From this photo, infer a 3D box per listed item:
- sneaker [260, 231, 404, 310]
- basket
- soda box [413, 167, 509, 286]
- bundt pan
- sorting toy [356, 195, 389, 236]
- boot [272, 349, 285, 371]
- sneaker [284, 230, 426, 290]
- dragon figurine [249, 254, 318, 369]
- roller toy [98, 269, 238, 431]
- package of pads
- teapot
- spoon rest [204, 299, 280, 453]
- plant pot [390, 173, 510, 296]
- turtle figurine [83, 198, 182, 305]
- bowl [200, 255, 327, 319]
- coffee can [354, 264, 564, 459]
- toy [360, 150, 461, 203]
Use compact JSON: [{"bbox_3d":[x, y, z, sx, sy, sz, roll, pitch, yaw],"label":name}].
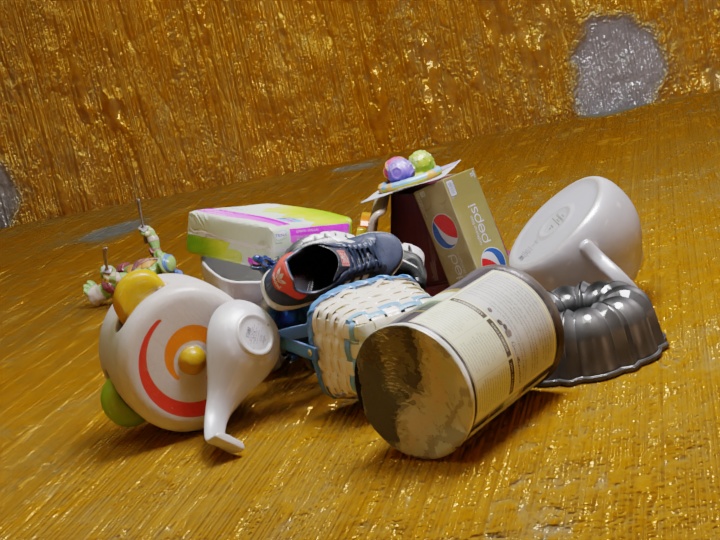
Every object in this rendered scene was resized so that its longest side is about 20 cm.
[{"bbox_3d":[-0.022,-0.007,1.570,0.199,0.076,0.085,-22,-13,-28],"label":"sneaker"},{"bbox_3d":[0.006,0.080,1.551,0.175,0.141,0.200,-14,16,-21],"label":"basket"},{"bbox_3d":[0.148,-0.030,1.745,0.064,0.202,0.067,-21,1,-37],"label":"soda box"},{"bbox_3d":[0.258,0.066,1.517,0.199,0.077,0.202,-11,12,3],"label":"bundt pan"},{"bbox_3d":[0.005,-0.009,1.845,0.036,0.202,0.185,11,14,1],"label":"sorting toy"},{"bbox_3d":[-0.107,0.084,1.807,0.095,0.074,0.200,-22,12,-8],"label":"boot"},{"bbox_3d":[0.000,0.000,1.663,0.198,0.067,0.091,5,32,-19],"label":"sneaker"},{"bbox_3d":[-0.082,0.060,1.653,0.100,0.200,0.059,-47,37,3],"label":"dragon figurine"},{"bbox_3d":[-0.224,0.098,1.595,0.180,0.203,0.139,1,6,-24],"label":"roller toy"},{"bbox_3d":[-0.123,-0.049,1.776,0.153,0.069,0.199,-8,14,-42],"label":"package of pads"},{"bbox_3d":[0.303,-0.015,1.697,0.197,0.146,0.201,-31,21,47],"label":"teapot"},{"bbox_3d":[-0.148,0.124,1.518,0.060,0.099,0.202,-34,35,45],"label":"spoon rest"},{"bbox_3d":[0.123,-0.040,1.885,0.198,0.181,0.200,-12,11,3],"label":"plant pot"},{"bbox_3d":[-0.449,-0.025,2.431,0.193,0.145,0.199,-26,-41,36],"label":"turtle figurine"},{"bbox_3d":[-0.114,0.025,1.778,0.198,0.076,0.200,-4,14,-18],"label":"bowl"},{"bbox_3d":[0.108,0.093,1.374,0.145,0.148,0.199,-3,16,38],"label":"coffee can"},{"bbox_3d":[0.069,-0.142,1.817,0.114,0.048,0.200,-17,4,16],"label":"toy"}]
